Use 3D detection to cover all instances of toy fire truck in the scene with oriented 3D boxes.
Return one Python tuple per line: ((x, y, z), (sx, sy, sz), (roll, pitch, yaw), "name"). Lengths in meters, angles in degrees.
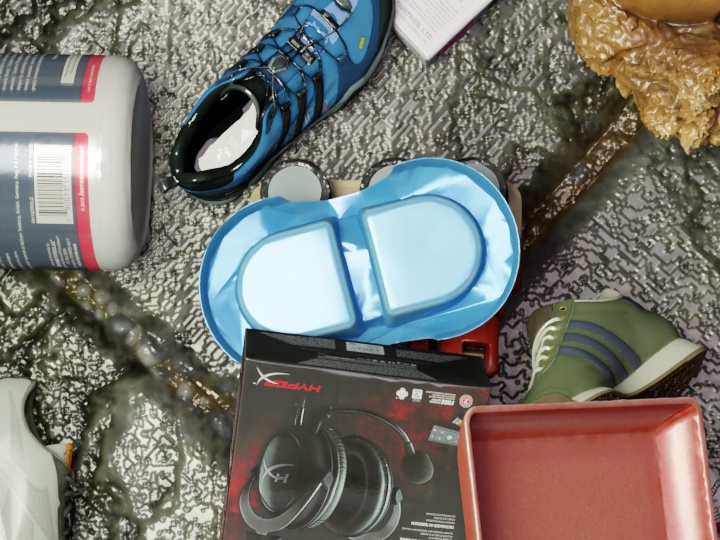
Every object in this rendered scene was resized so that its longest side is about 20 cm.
((0.017, 0.041, 1.642), (0.175, 0.129, 0.201), (0, 74, 3), "toy fire truck")

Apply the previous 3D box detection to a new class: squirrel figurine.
((0.243, -0.175, 1.653), (0.186, 0.142, 0.201), (29, 100, -5), "squirrel figurine")

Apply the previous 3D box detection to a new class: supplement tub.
((-0.240, -0.071, 1.643), (0.199, 0.140, 0.141), (1, 84, 3), "supplement tub")

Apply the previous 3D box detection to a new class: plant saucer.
((0.133, 0.178, 1.495), (0.199, 0.037, 0.201), (0, 81, -41), "plant saucer")

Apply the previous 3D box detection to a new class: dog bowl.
((0.000, 0.000, 1.570), (0.199, 0.050, 0.112), (-15, 85, 2), "dog bowl")

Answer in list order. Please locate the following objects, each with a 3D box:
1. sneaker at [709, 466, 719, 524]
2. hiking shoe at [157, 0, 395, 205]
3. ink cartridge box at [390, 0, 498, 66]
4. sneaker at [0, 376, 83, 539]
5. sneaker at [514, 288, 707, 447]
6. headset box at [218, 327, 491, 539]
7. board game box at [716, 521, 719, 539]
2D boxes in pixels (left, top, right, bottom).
((0.157, 0.152, 1.605), (0.201, 0.067, 0.108), (31, 73, -26), "sneaker")
((-0.049, -0.120, 1.653), (0.074, 0.087, 0.200), (39, 98, 4), "hiking shoe")
((0.076, -0.247, 1.697), (0.200, 0.042, 0.119), (-43, 85, 1), "ink cartridge box")
((-0.212, 0.162, 1.653), (0.079, 0.074, 0.201), (-23, 83, -5), "sneaker")
((0.132, 0.064, 1.606), (0.090, 0.200, 0.067), (42, 126, 22), "sneaker")
((-0.010, 0.147, 1.525), (0.148, 0.077, 0.201), (8, 102, -4), "headset box")
((0.213, 0.217, 1.592), (0.199, 0.019, 0.103), (-17, 105, -28), "board game box")
